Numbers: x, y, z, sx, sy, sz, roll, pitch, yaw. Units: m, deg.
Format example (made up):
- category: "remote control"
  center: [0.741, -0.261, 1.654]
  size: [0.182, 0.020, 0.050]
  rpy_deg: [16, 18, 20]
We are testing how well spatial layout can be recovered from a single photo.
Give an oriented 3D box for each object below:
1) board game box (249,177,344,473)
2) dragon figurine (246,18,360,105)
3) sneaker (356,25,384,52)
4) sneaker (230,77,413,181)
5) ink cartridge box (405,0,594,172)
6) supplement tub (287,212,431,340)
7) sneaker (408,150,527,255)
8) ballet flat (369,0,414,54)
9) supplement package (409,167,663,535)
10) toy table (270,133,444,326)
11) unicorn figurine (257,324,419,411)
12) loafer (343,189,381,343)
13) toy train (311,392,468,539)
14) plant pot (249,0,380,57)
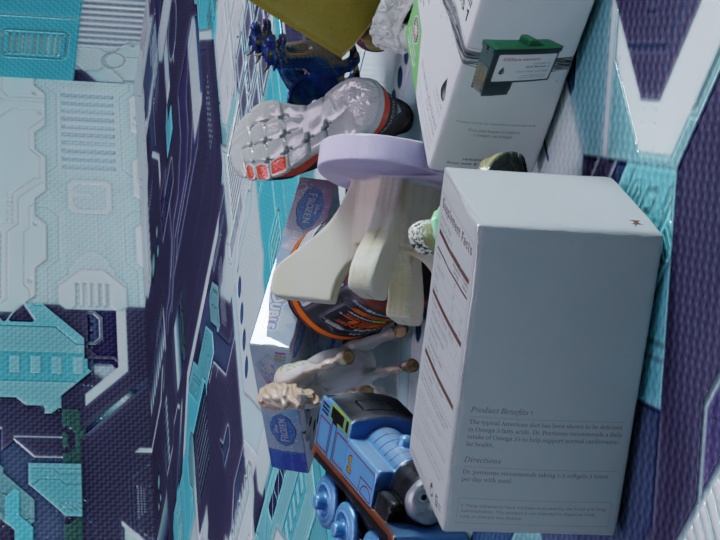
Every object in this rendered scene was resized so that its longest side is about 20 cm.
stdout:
- category: "board game box"
  center: [-0.053, 0.053, 1.983]
  size: [0.200, 0.043, 0.201]
  rpy_deg: [85, -164, -51]
- category: "dragon figurine"
  center: [-0.045, -0.174, 1.976]
  size: [0.201, 0.099, 0.059]
  rpy_deg: [71, 178, -52]
- category: "sneaker"
  center: [0.012, -0.257, 1.945]
  size: [0.090, 0.074, 0.201]
  rpy_deg: [82, 180, -48]
- category: "sneaker"
  center: [-0.034, -0.119, 1.923]
  size: [0.199, 0.082, 0.078]
  rpy_deg: [-11, 72, 40]
- category: "ink cartridge box"
  center: [0.097, -0.188, 1.464]
  size: [0.201, 0.084, 0.147]
  rpy_deg: [105, 162, -48]
- category: "supplement tub"
  center: [0.000, 0.000, 1.785]
  size: [0.200, 0.106, 0.108]
  rpy_deg: [151, 121, -67]
- category: "sneaker"
  center: [0.076, -0.024, 1.429]
  size: [0.200, 0.088, 0.078]
  rpy_deg: [69, -166, -73]
- category: "ballet flat"
  center: [0.056, -0.222, 1.721]
  size: [0.200, 0.071, 0.072]
  rpy_deg: [114, 155, -61]
- category: "supplement package"
  center: [0.105, 0.050, 1.305]
  size: [0.117, 0.116, 0.202]
  rpy_deg: [-114, 29, -69]
- category: "toy table"
  center: [0.029, -0.027, 1.589]
  size: [0.200, 0.182, 0.118]
  rpy_deg: [23, -106, -63]
- category: "unicorn figurine"
  center: [-0.013, 0.094, 1.862]
  size: [0.137, 0.199, 0.075]
  rpy_deg: [-20, 72, 45]
- category: "loafer"
  center: [0.020, -0.025, 1.898]
  size: [0.072, 0.063, 0.201]
  rpy_deg: [26, 123, 31]
- category: "toy train"
  center: [0.021, 0.181, 1.713]
  size: [0.200, 0.086, 0.115]
  rpy_deg: [-137, 52, -61]
- category: "plant pot"
  center: [-0.056, -0.343, 1.798]
  size: [0.196, 0.199, 0.195]
  rpy_deg: [-49, 35, 35]
